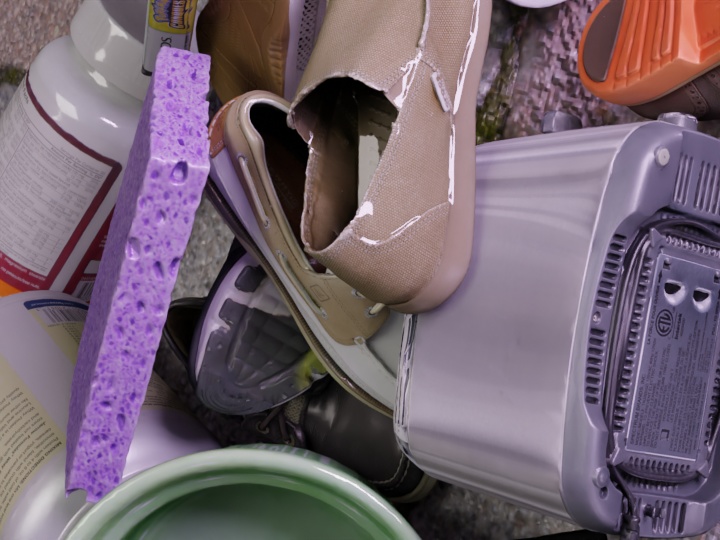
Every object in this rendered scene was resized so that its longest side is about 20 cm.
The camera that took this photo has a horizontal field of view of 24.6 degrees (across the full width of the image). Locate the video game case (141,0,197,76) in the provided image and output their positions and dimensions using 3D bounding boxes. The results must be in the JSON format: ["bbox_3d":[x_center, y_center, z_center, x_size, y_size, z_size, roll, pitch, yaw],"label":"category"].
[{"bbox_3d":[-0.080,-0.223,0.821,0.181,0.025,0.201,117,160,-69],"label":"video game case"}]

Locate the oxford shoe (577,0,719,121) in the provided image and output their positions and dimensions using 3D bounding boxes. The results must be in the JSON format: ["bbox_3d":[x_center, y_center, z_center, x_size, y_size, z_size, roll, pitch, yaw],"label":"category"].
[{"bbox_3d":[0.182,-0.105,0.661,0.199,0.073,0.072,-12,61,51],"label":"oxford shoe"}]

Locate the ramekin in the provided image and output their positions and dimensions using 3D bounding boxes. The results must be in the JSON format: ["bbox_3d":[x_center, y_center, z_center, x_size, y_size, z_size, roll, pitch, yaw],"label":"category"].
[{"bbox_3d":[-0.051,0.178,0.785,0.198,0.098,0.202,0,92,2],"label":"ramekin"}]

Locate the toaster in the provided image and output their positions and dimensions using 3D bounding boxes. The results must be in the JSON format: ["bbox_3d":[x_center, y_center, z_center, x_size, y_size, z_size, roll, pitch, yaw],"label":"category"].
[{"bbox_3d":[0.093,0.031,0.709,0.129,0.113,0.202,7,87,50],"label":"toaster"}]

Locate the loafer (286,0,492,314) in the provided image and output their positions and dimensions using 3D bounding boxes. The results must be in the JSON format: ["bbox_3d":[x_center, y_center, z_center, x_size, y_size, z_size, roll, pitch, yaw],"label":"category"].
[{"bbox_3d":[0.010,-0.084,0.699,0.076,0.067,0.202,-18,70,45],"label":"loafer"}]

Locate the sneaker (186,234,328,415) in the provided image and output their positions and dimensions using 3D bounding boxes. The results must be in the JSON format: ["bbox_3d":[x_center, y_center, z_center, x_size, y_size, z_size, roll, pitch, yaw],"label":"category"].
[{"bbox_3d":[-0.032,-0.013,0.859,0.084,0.074,0.201,-2,53,59],"label":"sneaker"}]

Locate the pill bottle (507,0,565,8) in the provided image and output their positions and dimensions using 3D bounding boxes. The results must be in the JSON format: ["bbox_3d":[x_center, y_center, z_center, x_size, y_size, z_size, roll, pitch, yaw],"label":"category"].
[{"bbox_3d":[0.033,-0.208,0.806,0.200,0.113,0.115,38,111,43],"label":"pill bottle"}]

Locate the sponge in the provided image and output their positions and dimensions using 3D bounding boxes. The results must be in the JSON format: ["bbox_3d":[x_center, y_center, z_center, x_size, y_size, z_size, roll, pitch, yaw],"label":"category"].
[{"bbox_3d":[-0.111,0.003,0.809,0.112,0.030,0.201,-99,24,-56],"label":"sponge"}]

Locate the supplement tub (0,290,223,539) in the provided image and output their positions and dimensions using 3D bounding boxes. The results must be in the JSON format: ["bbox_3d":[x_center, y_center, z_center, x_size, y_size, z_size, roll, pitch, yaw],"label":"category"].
[{"bbox_3d":[-0.160,0.118,0.941,0.200,0.144,0.146,41,113,42],"label":"supplement tub"}]

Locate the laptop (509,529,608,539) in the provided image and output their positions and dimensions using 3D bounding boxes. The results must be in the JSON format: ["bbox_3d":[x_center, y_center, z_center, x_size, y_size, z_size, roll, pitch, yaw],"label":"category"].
[{"bbox_3d":[0.035,0.226,0.682,0.176,0.103,0.202,-8,92,2],"label":"laptop"}]

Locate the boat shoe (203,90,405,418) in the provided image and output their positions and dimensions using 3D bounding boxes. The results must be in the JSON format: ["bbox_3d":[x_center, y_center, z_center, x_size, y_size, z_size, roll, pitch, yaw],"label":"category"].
[{"bbox_3d":[0.000,0.000,0.775,0.200,0.075,0.068,45,161,-2],"label":"boat shoe"}]

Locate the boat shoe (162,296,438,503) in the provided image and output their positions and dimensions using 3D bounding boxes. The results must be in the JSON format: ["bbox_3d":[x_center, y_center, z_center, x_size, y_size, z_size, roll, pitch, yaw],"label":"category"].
[{"bbox_3d":[-0.038,0.066,0.876,0.200,0.066,0.072,31,106,45],"label":"boat shoe"}]

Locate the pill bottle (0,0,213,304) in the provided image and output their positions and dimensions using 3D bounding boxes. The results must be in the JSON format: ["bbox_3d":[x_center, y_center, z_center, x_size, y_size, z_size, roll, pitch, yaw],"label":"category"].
[{"bbox_3d":[-0.166,-0.072,1.000,0.200,0.109,0.110,-54,50,26],"label":"pill bottle"}]

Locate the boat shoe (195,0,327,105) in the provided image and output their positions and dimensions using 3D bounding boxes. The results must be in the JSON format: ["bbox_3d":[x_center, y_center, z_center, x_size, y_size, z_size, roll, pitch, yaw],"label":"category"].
[{"bbox_3d":[-0.034,-0.132,0.824,0.071,0.069,0.200,49,158,11],"label":"boat shoe"}]
